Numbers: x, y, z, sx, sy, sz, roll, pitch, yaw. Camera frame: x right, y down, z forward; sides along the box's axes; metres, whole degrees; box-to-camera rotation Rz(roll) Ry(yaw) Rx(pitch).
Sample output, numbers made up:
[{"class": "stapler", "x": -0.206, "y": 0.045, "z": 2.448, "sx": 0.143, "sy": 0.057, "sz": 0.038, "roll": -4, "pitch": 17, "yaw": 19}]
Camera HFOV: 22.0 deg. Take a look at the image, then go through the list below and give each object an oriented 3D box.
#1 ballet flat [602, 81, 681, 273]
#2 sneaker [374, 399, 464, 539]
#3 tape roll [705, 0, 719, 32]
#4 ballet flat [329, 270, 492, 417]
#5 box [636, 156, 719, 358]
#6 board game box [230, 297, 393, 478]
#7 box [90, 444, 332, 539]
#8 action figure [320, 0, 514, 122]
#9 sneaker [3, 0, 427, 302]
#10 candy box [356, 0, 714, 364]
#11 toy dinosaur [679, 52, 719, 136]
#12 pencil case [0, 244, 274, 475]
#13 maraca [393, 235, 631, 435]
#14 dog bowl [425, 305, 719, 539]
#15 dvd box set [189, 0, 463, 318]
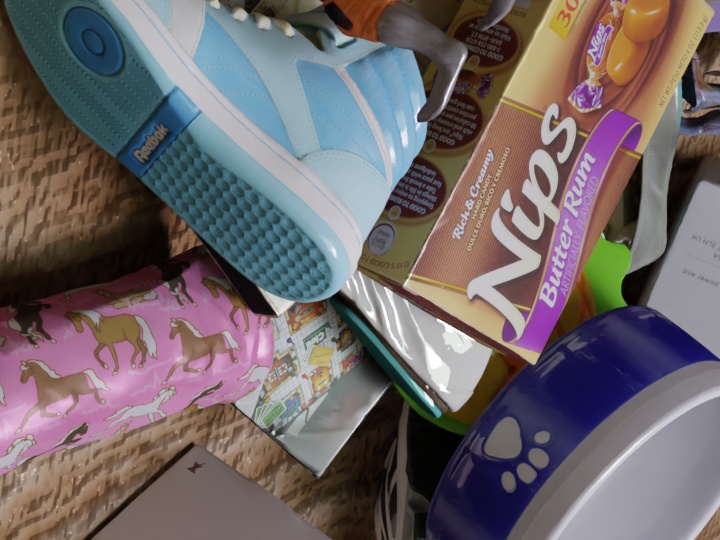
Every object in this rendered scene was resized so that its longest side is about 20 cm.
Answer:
[{"class": "ballet flat", "x": 0.163, "y": -0.072, "z": 1.164, "sx": 0.064, "sy": 0.067, "sz": 0.201, "roll": -30, "pitch": 137, "yaw": -24}, {"class": "sneaker", "x": 0.042, "y": 0.126, "z": 1.162, "sx": 0.074, "sy": 0.088, "sz": 0.201, "roll": 8, "pitch": 91, "yaw": -23}, {"class": "tape roll", "x": 0.151, "y": -0.200, "z": 0.913, "sx": 0.200, "sy": 0.199, "sz": 0.085, "roll": 42, "pitch": 52, "yaw": -56}, {"class": "ballet flat", "x": -0.003, "y": -0.008, "z": 0.940, "sx": 0.200, "sy": 0.069, "sz": 0.070, "roll": 45, "pitch": 76, "yaw": -24}, {"class": "box", "x": 0.286, "y": 0.054, "z": 1.275, "sx": 0.131, "sy": 0.198, "sz": 0.201, "roll": -43, "pitch": 155, "yaw": -76}, {"class": "board game box", "x": 0.000, "y": 0.000, "z": 0.989, "sx": 0.105, "sy": 0.023, "sz": 0.200, "roll": 42, "pitch": 78, "yaw": -15}, {"class": "box", "x": -0.063, "y": 0.215, "z": 1.030, "sx": 0.097, "sy": 0.124, "sz": 0.201, "roll": -41, "pitch": 142, "yaw": -25}, {"class": "action figure", "x": 0.001, "y": -0.180, "z": 0.786, "sx": 0.104, "sy": 0.194, "sz": 0.200, "roll": -33, "pitch": -166, "yaw": 45}, {"class": "sneaker", "x": -0.054, "y": -0.095, "z": 0.801, "sx": 0.200, "sy": 0.079, "sz": 0.131, "roll": 48, "pitch": 54, "yaw": -13}, {"class": "candy box", "x": 0.081, "y": -0.068, "z": 0.887, "sx": 0.117, "sy": 0.056, "sz": 0.201, "roll": 31, "pitch": 84, "yaw": -47}, {"class": "toy dinosaur", "x": 0.275, "y": -0.112, "z": 1.211, "sx": 0.180, "sy": 0.201, "sz": 0.105, "roll": -7, "pitch": 143, "yaw": -21}, {"class": "pencil case", "x": -0.129, "y": 0.046, "z": 0.853, "sx": 0.199, "sy": 0.086, "sz": 0.083, "roll": -19, "pitch": 111, "yaw": -43}, {"class": "maraca", "x": 0.091, "y": 0.025, "z": 1.088, "sx": 0.199, "sy": 0.107, "sz": 0.138, "roll": -9, "pitch": 88, "yaw": -36}, {"class": "dog bowl", "x": 0.135, "y": 0.121, "z": 1.065, "sx": 0.200, "sy": 0.079, "sz": 0.201, "roll": -33, "pitch": 148, "yaw": -24}, {"class": "dvd box set", "x": -0.016, "y": -0.097, "z": 0.877, "sx": 0.200, "sy": 0.029, "sz": 0.147, "roll": -44, "pitch": 112, "yaw": -23}]
